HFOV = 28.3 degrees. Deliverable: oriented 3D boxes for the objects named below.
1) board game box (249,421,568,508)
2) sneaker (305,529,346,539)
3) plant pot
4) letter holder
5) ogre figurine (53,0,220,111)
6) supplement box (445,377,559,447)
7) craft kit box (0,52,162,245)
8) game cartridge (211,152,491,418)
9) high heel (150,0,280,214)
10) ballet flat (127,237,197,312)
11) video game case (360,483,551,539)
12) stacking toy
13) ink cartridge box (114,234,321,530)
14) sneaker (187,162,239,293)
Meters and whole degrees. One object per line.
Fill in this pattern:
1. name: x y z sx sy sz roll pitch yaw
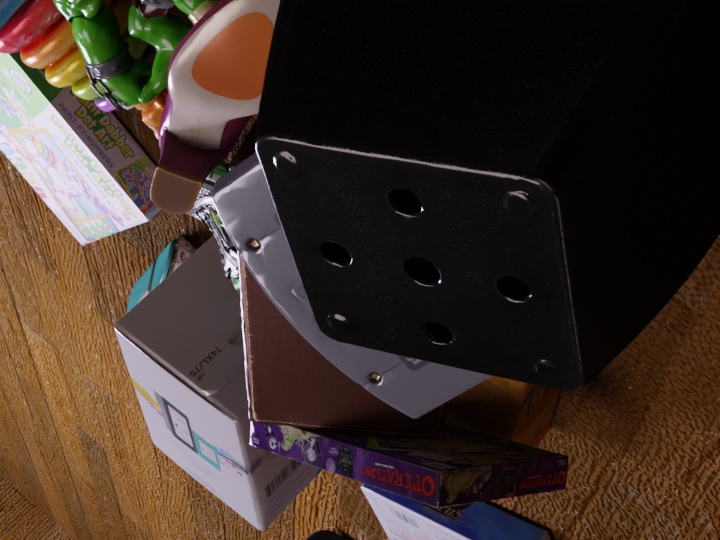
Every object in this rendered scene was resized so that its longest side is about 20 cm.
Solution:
1. board game box: 0.029 0.123 0.981 0.200 0.120 0.032 9 101 50
2. sneaker: 0.018 0.379 1.600 0.201 0.067 0.108 35 155 29
3. plant pot: 0.061 -0.064 0.655 0.199 0.178 0.200 11 141 24
4. letter holder: 0.000 0.000 0.949 0.142 0.101 0.200 5 122 11
5. ogre figurine: -0.144 -0.186 0.939 0.120 0.098 0.200 44 161 -15
6. supplement box: 0.101 0.072 0.994 0.069 0.067 0.200 35 154 21
7. craft kit box: -0.276 -0.120 1.314 0.200 0.049 0.197 51 152 -13
8. game cartridge: 0.010 -0.005 0.866 0.133 0.040 0.200 -33 111 23
9. high heel: -0.080 -0.124 0.879 0.067 0.096 0.200 19 140 -6
10. ballet flat: -0.172 0.015 1.351 0.064 0.076 0.200 18 165 -15
11. video game case: 0.111 0.277 1.319 0.200 0.045 0.181 19 144 44
12. stacking toy: -0.189 -0.160 1.065 0.200 0.110 0.116 43 175 -24
13. ink cartridge box: -0.098 0.093 1.239 0.146 0.147 0.200 34 153 24
14. sneaker: -0.089 -0.028 1.087 0.200 0.085 0.078 29 178 33
